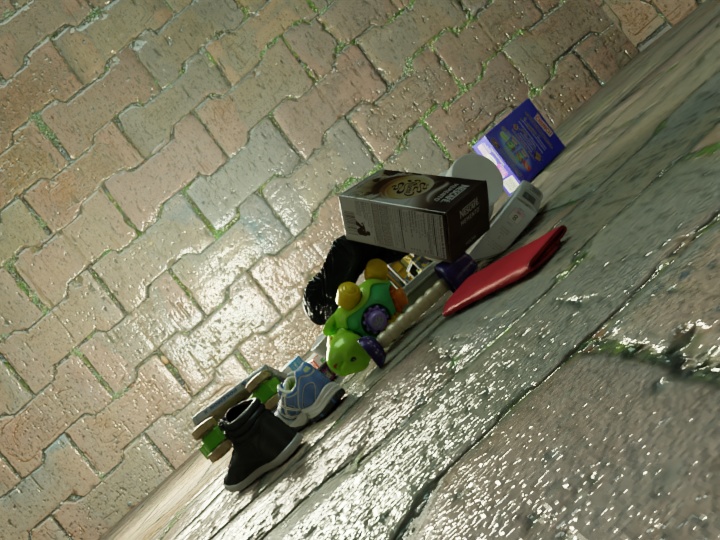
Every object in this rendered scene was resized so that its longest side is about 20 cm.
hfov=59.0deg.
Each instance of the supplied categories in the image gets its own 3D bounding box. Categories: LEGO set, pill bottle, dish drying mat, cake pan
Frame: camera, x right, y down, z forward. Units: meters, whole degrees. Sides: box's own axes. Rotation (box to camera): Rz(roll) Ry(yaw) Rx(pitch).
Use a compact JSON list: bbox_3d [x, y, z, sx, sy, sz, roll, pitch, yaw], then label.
[{"bbox_3d":[0.115,-0.041,1.413,0.154,0.116,0.200,-43,-12,-15],"label":"LEGO set"},{"bbox_3d":[0.159,-0.104,1.066,0.114,0.114,0.200,-41,-8,-25],"label":"pill bottle"},{"bbox_3d":[0.163,0.006,0.752,0.077,0.018,0.200,-43,1,-27],"label":"dish drying mat"},{"bbox_3d":[0.117,0.033,1.221,0.200,0.037,0.200,-42,0,0],"label":"cake pan"}]

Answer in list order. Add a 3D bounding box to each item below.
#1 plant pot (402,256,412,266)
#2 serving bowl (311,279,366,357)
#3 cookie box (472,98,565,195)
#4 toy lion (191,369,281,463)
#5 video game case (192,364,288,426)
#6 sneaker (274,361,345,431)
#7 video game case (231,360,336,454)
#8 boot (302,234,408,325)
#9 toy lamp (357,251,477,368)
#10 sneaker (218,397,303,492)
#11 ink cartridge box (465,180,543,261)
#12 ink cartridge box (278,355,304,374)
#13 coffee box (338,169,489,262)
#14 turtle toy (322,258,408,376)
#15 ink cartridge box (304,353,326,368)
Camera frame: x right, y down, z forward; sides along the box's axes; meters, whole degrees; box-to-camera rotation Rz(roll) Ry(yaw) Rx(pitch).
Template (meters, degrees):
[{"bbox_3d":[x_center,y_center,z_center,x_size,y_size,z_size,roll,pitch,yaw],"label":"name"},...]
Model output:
[{"bbox_3d":[0.117,-0.052,2.112,0.185,0.200,0.200,-52,3,-16],"label":"plant pot"},{"bbox_3d":[-0.014,0.104,1.294,0.201,0.066,0.200,-51,2,2],"label":"serving bowl"},{"bbox_3d":[0.424,-0.329,1.696,0.200,0.172,0.075,-40,3,-25],"label":"cookie box"},{"bbox_3d":[-0.219,0.275,1.183,0.200,0.069,0.192,-41,-8,-5],"label":"toy lion"},{"bbox_3d":[-0.215,0.270,1.292,0.181,0.022,0.200,-36,-29,5],"label":"video game case"},{"bbox_3d":[-0.092,0.194,0.980,0.076,0.077,0.200,-43,0,-39],"label":"sneaker"},{"bbox_3d":[-0.135,0.258,1.192,0.200,0.036,0.181,-42,0,11],"label":"video game case"},{"bbox_3d":[0.000,0.000,1.109,0.167,0.076,0.201,-21,-31,-45],"label":"boot"},{"bbox_3d":[0.084,0.050,0.903,0.199,0.058,0.058,-41,0,-5],"label":"toy lamp"},{"bbox_3d":[-0.165,0.244,0.905,0.200,0.099,0.071,-43,0,42],"label":"sneaker"},{"bbox_3d":[0.212,-0.047,1.031,0.201,0.057,0.163,-58,-6,24],"label":"ink cartridge box"},{"bbox_3d":[-0.219,0.311,1.603,0.200,0.068,0.115,-42,0,-26],"label":"ink cartridge box"},{"bbox_3d":[0.080,-0.088,0.953,0.198,0.081,0.113,14,37,38],"label":"coffee box"},{"bbox_3d":[0.006,0.087,1.008,0.200,0.100,0.147,-40,-26,-41],"label":"turtle toy"},{"bbox_3d":[-0.061,0.183,1.403,0.109,0.050,0.200,-41,-1,-24],"label":"ink cartridge box"}]
